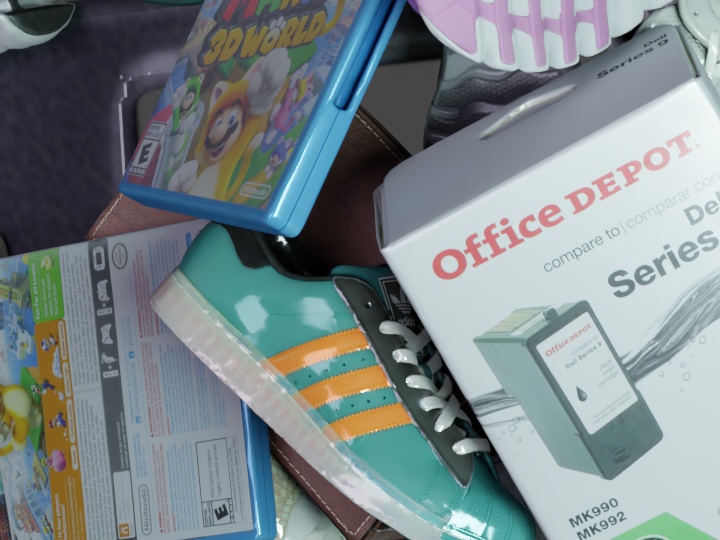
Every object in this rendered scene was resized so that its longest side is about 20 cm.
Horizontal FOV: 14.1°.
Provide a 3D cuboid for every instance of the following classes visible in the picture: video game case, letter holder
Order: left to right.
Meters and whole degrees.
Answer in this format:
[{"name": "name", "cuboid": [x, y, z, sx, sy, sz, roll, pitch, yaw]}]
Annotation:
[{"name": "video game case", "cuboid": [-0.131, 0.061, 1.313, 0.199, 0.018, 0.144, -10, 82, 30]}, {"name": "video game case", "cuboid": [-0.024, -0.115, 1.215, 0.143, 0.018, 0.201, 12, 76, 60]}, {"name": "letter holder", "cuboid": [0.000, 0.000, 1.306, 0.200, 0.100, 0.142, 47, 113, 23]}]

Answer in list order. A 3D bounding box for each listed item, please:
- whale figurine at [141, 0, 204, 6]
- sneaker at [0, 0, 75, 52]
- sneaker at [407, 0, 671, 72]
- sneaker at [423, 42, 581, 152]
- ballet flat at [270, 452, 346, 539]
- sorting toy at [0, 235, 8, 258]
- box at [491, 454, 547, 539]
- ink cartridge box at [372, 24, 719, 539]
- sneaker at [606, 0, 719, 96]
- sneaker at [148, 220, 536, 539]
[{"name": "whale figurine", "cuboid": [-0.080, -0.214, 1.366, 0.159, 0.103, 0.201, -33, 50, 31]}, {"name": "sneaker", "cuboid": [-0.208, -0.200, 1.455, 0.081, 0.075, 0.201, -20, 81, 41]}, {"name": "sneaker", "cuboid": [0.090, -0.143, 1.153, 0.088, 0.199, 0.081, 42, 140, 38]}, {"name": "sneaker", "cuboid": [0.071, -0.101, 1.276, 0.074, 0.082, 0.201, 4, 113, 17]}, {"name": "ballet flat", "cuboid": [-0.023, 0.154, 1.333, 0.062, 0.067, 0.201, 4, 119, 23]}, {"name": "sorting toy", "cuboid": [-0.248, 0.108, 1.491, 0.198, 0.069, 0.201, -23, 80, 32]}, {"name": "box", "cuboid": [0.093, 0.174, 1.255, 0.041, 0.039, 0.201, -20, 97, 25]}, {"name": "ink cartridge box", "cuboid": [0.112, 0.026, 1.166, 0.145, 0.084, 0.201, -29, 108, 9]}, {"name": "sneaker", "cuboid": [0.153, -0.075, 1.205, 0.200, 0.092, 0.076, 44, 114, 24]}, {"name": "sneaker", "cuboid": [0.005, 0.043, 1.205, 0.200, 0.071, 0.080, 40, 98, 17]}]
